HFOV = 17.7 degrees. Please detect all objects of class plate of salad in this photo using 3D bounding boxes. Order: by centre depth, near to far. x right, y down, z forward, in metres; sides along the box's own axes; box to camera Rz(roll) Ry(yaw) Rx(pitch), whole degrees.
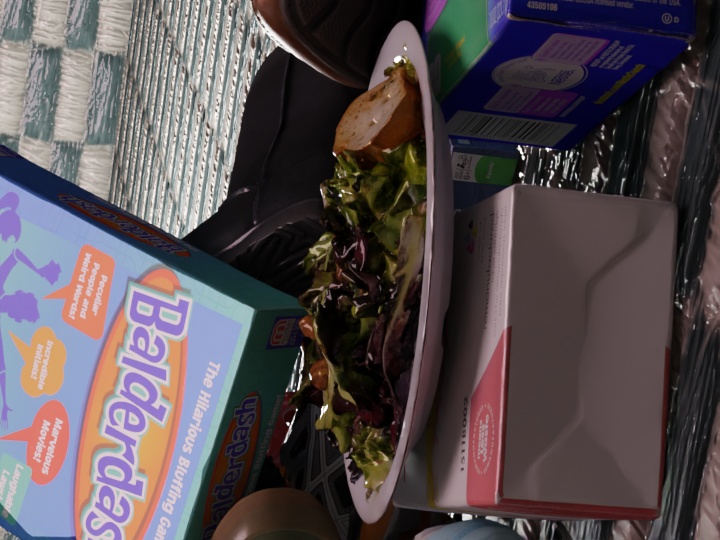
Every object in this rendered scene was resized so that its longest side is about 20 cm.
[{"bbox_3d":[0.000,0.000,0.923,0.200,0.048,0.201,-176,90,-80],"label":"plate of salad"}]

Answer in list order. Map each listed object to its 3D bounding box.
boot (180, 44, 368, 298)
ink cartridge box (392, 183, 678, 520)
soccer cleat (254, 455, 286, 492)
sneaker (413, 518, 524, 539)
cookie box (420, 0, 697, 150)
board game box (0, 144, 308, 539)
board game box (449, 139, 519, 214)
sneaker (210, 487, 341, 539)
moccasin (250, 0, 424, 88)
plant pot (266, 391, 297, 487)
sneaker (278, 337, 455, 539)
[{"bbox_3d":[-0.058,-0.039,1.142,0.066,0.164,0.200,51,-155,-31],"label":"boot"},{"bbox_3d":[0.059,0.039,0.912,0.200,0.067,0.117,150,125,-76],"label":"ink cartridge box"},{"bbox_3d":[-0.111,0.100,1.113,0.200,0.068,0.074,20,99,43],"label":"soccer cleat"},{"bbox_3d":[0.040,0.196,0.920,0.082,0.074,0.201,137,133,-67],"label":"sneaker"},{"bbox_3d":[0.076,-0.166,0.911,0.171,0.075,0.201,134,141,-75],"label":"cookie box"},{"bbox_3d":[-0.128,0.048,1.046,0.200,0.045,0.153,26,105,31],"label":"board game box"},{"bbox_3d":[0.031,0.000,1.151,0.136,0.034,0.201,-105,24,-61],"label":"board game box"},{"bbox_3d":[-0.035,0.197,1.005,0.090,0.067,0.201,-109,22,-51],"label":"sneaker"},{"bbox_3d":[0.001,-0.126,1.028,0.201,0.077,0.074,-21,-51,-62],"label":"moccasin"},{"bbox_3d":[-0.077,0.159,1.246,0.200,0.182,0.201,-172,90,-79],"label":"plant pot"},{"bbox_3d":[-0.002,0.107,1.085,0.078,0.077,0.201,0,-80,-59],"label":"sneaker"}]
